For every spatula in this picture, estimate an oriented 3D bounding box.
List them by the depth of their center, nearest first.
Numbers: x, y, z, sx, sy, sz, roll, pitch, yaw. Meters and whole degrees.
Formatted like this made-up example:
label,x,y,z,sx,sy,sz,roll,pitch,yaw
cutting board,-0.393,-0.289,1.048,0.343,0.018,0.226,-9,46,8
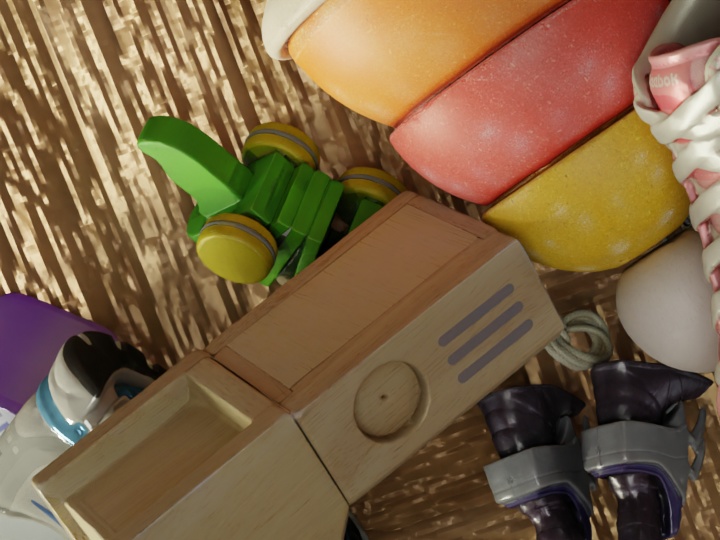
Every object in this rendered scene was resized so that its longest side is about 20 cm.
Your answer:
label,x,y,z,sx,sy,sz,roll,pitch,yaw
spatula,-0.184,-0.002,0.857,0.200,0.057,0.021,33,140,1

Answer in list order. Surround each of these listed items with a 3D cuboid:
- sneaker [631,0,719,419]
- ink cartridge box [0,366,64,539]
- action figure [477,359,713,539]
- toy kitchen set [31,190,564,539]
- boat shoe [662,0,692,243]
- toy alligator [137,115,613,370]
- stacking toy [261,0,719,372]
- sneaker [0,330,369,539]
label,x,y,z,sx,sy,sz,roll,pitch,yaw
sneaker,0.127,-0.018,0.700,0.104,0.075,0.201,17,81,-26
ink cartridge box,-0.157,0.170,0.902,0.199,0.041,0.200,-37,101,11
action figure,0.097,0.137,0.811,0.130,0.069,0.200,-18,65,37
toy kitchen set,0.030,0.118,0.750,0.180,0.163,0.200,-38,119,-14
boat shoe,0.148,-0.017,0.820,0.072,0.072,0.200,-22,103,8
toy alligator,0.000,0.000,0.846,0.200,0.059,0.054,26,147,-7
stacking toy,0.072,-0.049,0.760,0.146,0.146,0.200,-33,88,11
sneaker,-0.068,0.105,0.847,0.087,0.075,0.200,-41,122,16
